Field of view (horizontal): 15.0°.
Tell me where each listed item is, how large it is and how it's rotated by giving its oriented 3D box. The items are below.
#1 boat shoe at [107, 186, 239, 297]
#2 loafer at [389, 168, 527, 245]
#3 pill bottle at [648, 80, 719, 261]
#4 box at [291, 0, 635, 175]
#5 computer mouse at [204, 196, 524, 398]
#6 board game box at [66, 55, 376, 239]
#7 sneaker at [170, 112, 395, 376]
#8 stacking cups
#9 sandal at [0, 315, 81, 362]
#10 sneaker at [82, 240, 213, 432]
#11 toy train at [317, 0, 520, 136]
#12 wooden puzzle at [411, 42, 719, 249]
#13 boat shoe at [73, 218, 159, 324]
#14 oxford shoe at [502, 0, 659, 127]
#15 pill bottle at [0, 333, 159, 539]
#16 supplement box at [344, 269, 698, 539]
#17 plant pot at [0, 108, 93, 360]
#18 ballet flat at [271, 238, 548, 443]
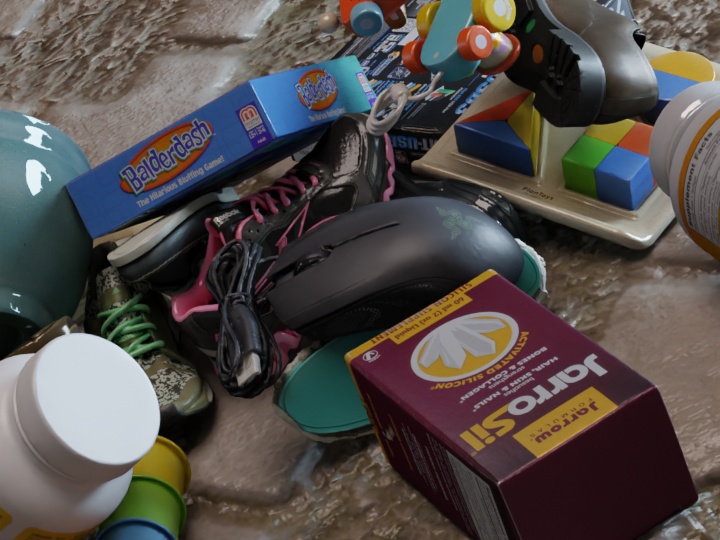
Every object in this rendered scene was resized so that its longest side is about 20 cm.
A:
[{"bbox_3d":[-0.111,-0.012,1.834,0.073,0.062,0.200,-29,1,14],"label":"boat shoe"},{"bbox_3d":[0.016,-0.026,1.832,0.199,0.073,0.072,9,46,46],"label":"loafer"},{"bbox_3d":[0.255,-0.046,1.648,0.111,0.111,0.200,-29,29,-11],"label":"pill bottle"},{"bbox_3d":[0.071,-0.145,2.009,0.198,0.050,0.200,10,44,39],"label":"box"},{"bbox_3d":[0.000,0.000,1.675,0.199,0.053,0.139,-13,40,3],"label":"computer mouse"},{"bbox_3d":[-0.089,-0.085,1.843,0.152,0.045,0.200,-28,-2,21],"label":"board game box"},{"bbox_3d":[-0.054,-0.025,1.787,0.079,0.095,0.201,21,77,52],"label":"sneaker"},{"bbox_3d":[-0.134,0.174,1.608,0.060,0.061,0.200,-18,29,10],"label":"stacking cups"},{"bbox_3d":[-0.190,0.085,1.728,0.082,0.055,0.200,-40,-10,-19],"label":"sandal"},{"bbox_3d":[-0.156,0.044,1.815,0.077,0.089,0.200,-26,29,-4],"label":"sneaker"},{"bbox_3d":[0.047,-0.165,1.837,0.150,0.056,0.200,-42,33,21],"label":"toy train"},{"bbox_3d":[0.158,-0.106,1.840,0.185,0.046,0.200,20,48,32],"label":"wooden puzzle"},{"bbox_3d":[-0.194,-0.015,1.965,0.200,0.065,0.072,-33,30,-18],"label":"boat shoe"},{"bbox_3d":[0.142,-0.153,1.829,0.084,0.073,0.200,0,35,-21],"label":"oxford shoe"},{"bbox_3d":[-0.205,0.120,1.617,0.200,0.112,0.113,-40,13,42],"label":"pill bottle"},{"bbox_3d":[0.089,0.089,1.565,0.110,0.086,0.200,-30,30,-14],"label":"supplement box"},{"bbox_3d":[-0.267,0.006,1.802,0.199,0.200,0.135,-18,56,9],"label":"plant pot"},{"bbox_3d":[0.031,0.049,1.715,0.199,0.072,0.072,-29,29,-15],"label":"ballet flat"}]
